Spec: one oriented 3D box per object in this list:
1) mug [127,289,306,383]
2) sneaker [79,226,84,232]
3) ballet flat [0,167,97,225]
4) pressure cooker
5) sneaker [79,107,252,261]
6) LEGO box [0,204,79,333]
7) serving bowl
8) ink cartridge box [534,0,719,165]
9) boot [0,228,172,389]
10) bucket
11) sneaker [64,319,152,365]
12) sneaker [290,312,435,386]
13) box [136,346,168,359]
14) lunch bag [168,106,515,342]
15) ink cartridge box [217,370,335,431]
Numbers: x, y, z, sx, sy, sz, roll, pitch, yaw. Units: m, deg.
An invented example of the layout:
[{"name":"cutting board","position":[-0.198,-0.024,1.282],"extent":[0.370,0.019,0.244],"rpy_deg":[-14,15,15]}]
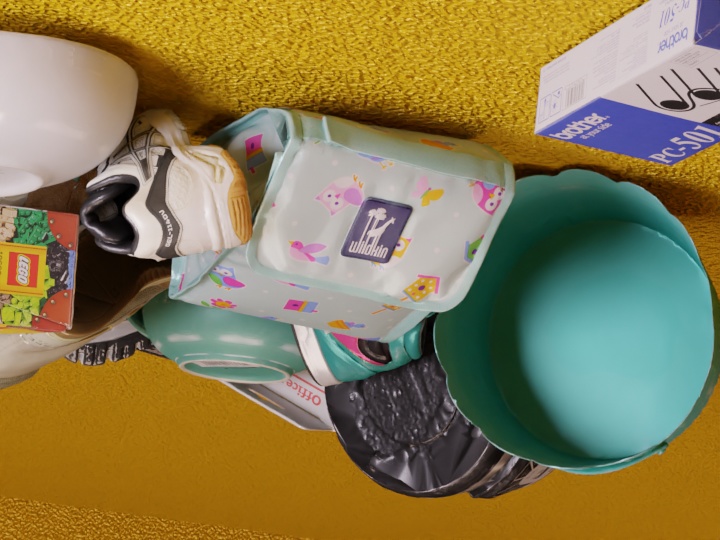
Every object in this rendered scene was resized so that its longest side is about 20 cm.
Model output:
[{"name":"mug","position":[-0.097,0.025,1.908],"extent":[0.151,0.115,0.185],"rpy_deg":[9,166,-20]},{"name":"sneaker","position":[-0.197,-0.023,1.878],"extent":[0.199,0.071,0.099],"rpy_deg":[-32,-176,33]},{"name":"ballet flat","position":[-0.247,-0.051,1.780],"extent":[0.072,0.068,0.200],"rpy_deg":[33,157,-20]},{"name":"pressure cooker","position":[0.090,0.080,1.912],"extent":[0.175,0.180,0.199],"rpy_deg":[8,-173,32]},{"name":"sneaker","position":[-0.142,-0.053,1.560],"extent":[0.087,0.076,0.200],"rpy_deg":[-16,-165,-21]},{"name":"LEGO box","position":[-0.294,-0.002,1.626],"extent":[0.148,0.078,0.199],"rpy_deg":[7,174,-33]},{"name":"serving bowl","position":[-0.234,-0.085,1.509],"extent":[0.198,0.066,0.200],"rpy_deg":[-1,168,0]},{"name":"ink cartridge box","position":[0.179,-0.108,1.378],"extent":[0.093,0.045,0.200],"rpy_deg":[11,166,-18]},{"name":"boot","position":[-0.194,0.011,1.758],"extent":[0.154,0.072,0.200],"rpy_deg":[-31,-174,45]},{"name":"bucket","position":[0.155,0.041,1.709],"extent":[0.205,0.209,0.135],"rpy_deg":[2,172,16]},{"name":"sneaker","position":[-0.157,0.018,2.035],"extent":[0.198,0.079,0.090],"rpy_deg":[-5,-152,-10]},{"name":"sneaker","position":[0.000,0.000,1.762],"extent":[0.120,0.084,0.201],"rpy_deg":[-9,134,16]},{"name":"box","position":[-0.085,0.065,2.239],"extent":[0.159,0.044,0.199],"rpy_deg":[-6,163,40]},{"name":"lunch bag","position":[-0.013,-0.037,1.603],"extent":[0.169,0.123,0.200],"rpy_deg":[13,158,-23]},{"name":"ink cartridge box","position":[-0.021,0.074,2.014],"extent":[0.116,0.068,0.199],"rpy_deg":[27,-165,30]}]
